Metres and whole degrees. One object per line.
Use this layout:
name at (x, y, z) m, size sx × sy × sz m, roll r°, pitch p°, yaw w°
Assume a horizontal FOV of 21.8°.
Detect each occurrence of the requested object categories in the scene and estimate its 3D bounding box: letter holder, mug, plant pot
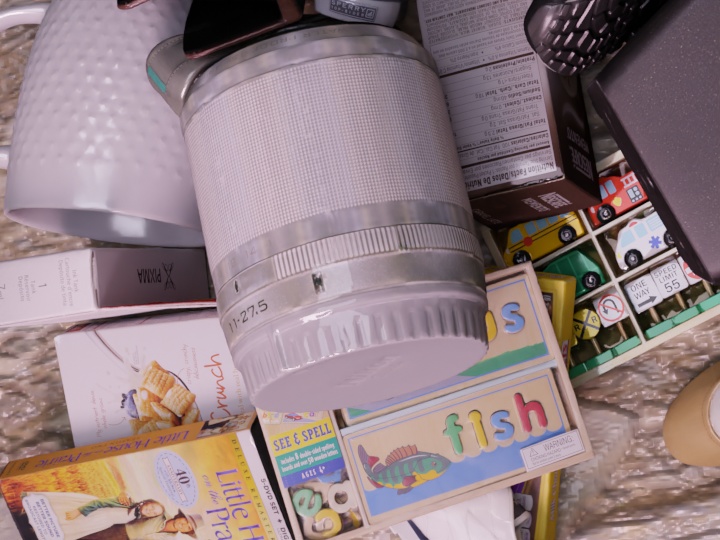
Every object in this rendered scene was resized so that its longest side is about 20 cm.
letter holder at (-0.111, -0.213, 1.187) m, size 0.141 × 0.201 × 0.101 m, roll -20°, pitch 116°, yaw 14°
mug at (-0.184, -0.118, 1.269) m, size 0.197 × 0.148 × 0.178 m, roll 6°, pitch 82°, yaw 4°
plant pot at (0.242, -0.097, 1.099) m, size 0.176 × 0.200 × 0.201 m, roll -30°, pitch 90°, yaw 6°

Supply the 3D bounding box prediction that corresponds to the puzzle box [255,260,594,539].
puzzle box at (0.035, 0.085, 1.181) m, size 0.198 × 0.025 × 0.134 m, roll -18°, pitch 82°, yaw -4°

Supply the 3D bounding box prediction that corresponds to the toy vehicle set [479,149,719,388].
toy vehicle set at (0.192, -0.019, 1.227) m, size 0.199 × 0.026 × 0.125 m, roll -29°, pitch 83°, yaw 15°

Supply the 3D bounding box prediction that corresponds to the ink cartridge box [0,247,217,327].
ink cartridge box at (-0.139, 0.007, 1.236) m, size 0.174 × 0.200 × 0.045 m, roll -7°, pitch 89°, yaw 16°

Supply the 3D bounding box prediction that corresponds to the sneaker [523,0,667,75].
sneaker at (0.142, -0.186, 1.163) m, size 0.088 × 0.199 × 0.076 m, roll 44°, pitch 128°, yaw 14°

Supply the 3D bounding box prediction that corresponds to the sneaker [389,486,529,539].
sneaker at (0.055, 0.145, 1.220) m, size 0.080 × 0.076 × 0.201 m, roll -40°, pitch 77°, yaw 7°

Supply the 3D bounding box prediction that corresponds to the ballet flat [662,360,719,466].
ballet flat at (0.280, 0.072, 1.184) m, size 0.198 × 0.063 × 0.069 m, roll -25°, pitch 84°, yaw 16°

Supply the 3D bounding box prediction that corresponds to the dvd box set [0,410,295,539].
dvd box set at (-0.137, 0.182, 1.293) m, size 0.198 × 0.029 × 0.148 m, roll -12°, pitch 112°, yaw 19°

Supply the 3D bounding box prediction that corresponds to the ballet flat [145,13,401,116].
ballet flat at (-0.055, -0.144, 1.228) m, size 0.064 × 0.199 × 0.068 m, roll 39°, pitch 129°, yaw 33°

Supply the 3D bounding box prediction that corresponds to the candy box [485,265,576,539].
candy box at (0.086, 0.098, 1.244) m, size 0.101 × 0.026 × 0.203 m, roll 8°, pitch 100°, yaw 28°

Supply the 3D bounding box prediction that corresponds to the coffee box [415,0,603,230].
coffee box at (0.090, -0.138, 1.196) m, size 0.079 × 0.114 × 0.202 m, roll -12°, pitch 80°, yaw 18°

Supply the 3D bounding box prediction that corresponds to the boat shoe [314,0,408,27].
boat shoe at (0.003, -0.193, 1.194) m, size 0.068 × 0.200 × 0.057 m, roll 11°, pitch 102°, yaw -4°

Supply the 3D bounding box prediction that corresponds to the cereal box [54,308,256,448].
cereal box at (-0.107, 0.101, 1.301) m, size 0.198 × 0.040 × 0.146 m, roll -7°, pitch 100°, yaw 16°

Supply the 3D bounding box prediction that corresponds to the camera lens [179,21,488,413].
camera lens at (-0.015, -0.033, 1.101) m, size 0.158 × 0.160 × 0.202 m, roll -18°, pitch 74°, yaw 16°
